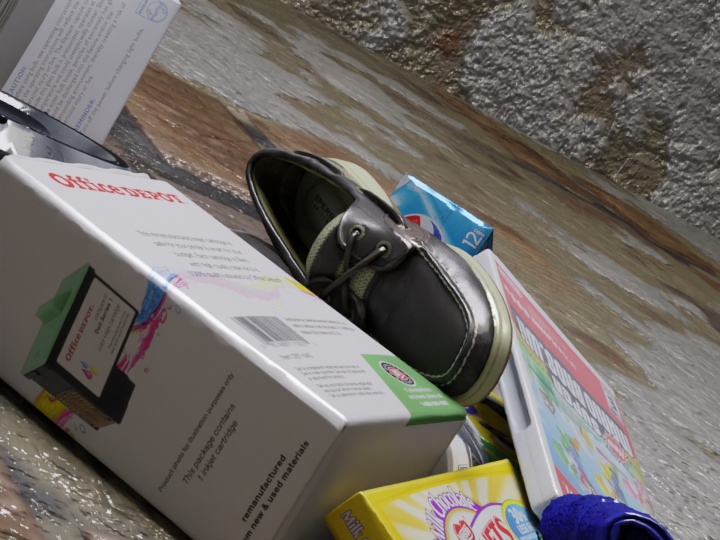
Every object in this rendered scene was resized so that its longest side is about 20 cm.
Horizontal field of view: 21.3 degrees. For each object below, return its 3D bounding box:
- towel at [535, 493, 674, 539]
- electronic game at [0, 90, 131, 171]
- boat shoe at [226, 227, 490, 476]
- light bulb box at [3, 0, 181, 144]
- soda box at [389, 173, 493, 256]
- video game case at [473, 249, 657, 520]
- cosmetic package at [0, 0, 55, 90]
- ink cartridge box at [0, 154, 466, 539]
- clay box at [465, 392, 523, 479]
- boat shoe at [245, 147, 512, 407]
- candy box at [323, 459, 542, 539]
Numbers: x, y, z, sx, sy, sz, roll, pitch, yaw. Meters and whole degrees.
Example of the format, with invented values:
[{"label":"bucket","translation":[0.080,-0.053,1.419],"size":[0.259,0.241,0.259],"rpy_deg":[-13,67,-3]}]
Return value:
[{"label":"towel","translation":[0.119,0.161,0.769],"size":[0.148,0.050,0.200],"rpy_deg":[60,-2,3]},{"label":"electronic game","translation":[-0.215,-0.080,1.100],"size":[0.200,0.042,0.200],"rpy_deg":[28,4,-2]},{"label":"boat shoe","translation":[-0.011,0.050,1.002],"size":[0.200,0.072,0.068],"rpy_deg":[39,17,22]},{"label":"light bulb box","translation":[-0.248,-0.204,1.341],"size":[0.200,0.125,0.198],"rpy_deg":[27,12,-19]},{"label":"soda box","translation":[0.039,0.005,1.202],"size":[0.064,0.068,0.200],"rpy_deg":[33,-8,9]},{"label":"video game case","translation":[0.116,0.093,1.022],"size":[0.143,0.017,0.200],"rpy_deg":[47,19,-33]},{"label":"cosmetic package","translation":[-0.272,-0.139,0.880],"size":[0.200,0.166,0.167],"rpy_deg":[34,11,8]},{"label":"ink cartridge box","translation":[-0.072,0.040,0.852],"size":[0.200,0.084,0.145],"rpy_deg":[36,12,20]},{"label":"clay box","translation":[0.036,0.078,1.077],"size":[0.200,0.048,0.115],"rpy_deg":[39,11,26]},{"label":"boat shoe","translation":[0.000,-0.001,0.940],"size":[0.066,0.072,0.201],"rpy_deg":[18,19,-37]},{"label":"candy box","translation":[0.055,0.137,0.850],"size":[0.102,0.026,0.200],"rpy_deg":[54,17,14]}]
